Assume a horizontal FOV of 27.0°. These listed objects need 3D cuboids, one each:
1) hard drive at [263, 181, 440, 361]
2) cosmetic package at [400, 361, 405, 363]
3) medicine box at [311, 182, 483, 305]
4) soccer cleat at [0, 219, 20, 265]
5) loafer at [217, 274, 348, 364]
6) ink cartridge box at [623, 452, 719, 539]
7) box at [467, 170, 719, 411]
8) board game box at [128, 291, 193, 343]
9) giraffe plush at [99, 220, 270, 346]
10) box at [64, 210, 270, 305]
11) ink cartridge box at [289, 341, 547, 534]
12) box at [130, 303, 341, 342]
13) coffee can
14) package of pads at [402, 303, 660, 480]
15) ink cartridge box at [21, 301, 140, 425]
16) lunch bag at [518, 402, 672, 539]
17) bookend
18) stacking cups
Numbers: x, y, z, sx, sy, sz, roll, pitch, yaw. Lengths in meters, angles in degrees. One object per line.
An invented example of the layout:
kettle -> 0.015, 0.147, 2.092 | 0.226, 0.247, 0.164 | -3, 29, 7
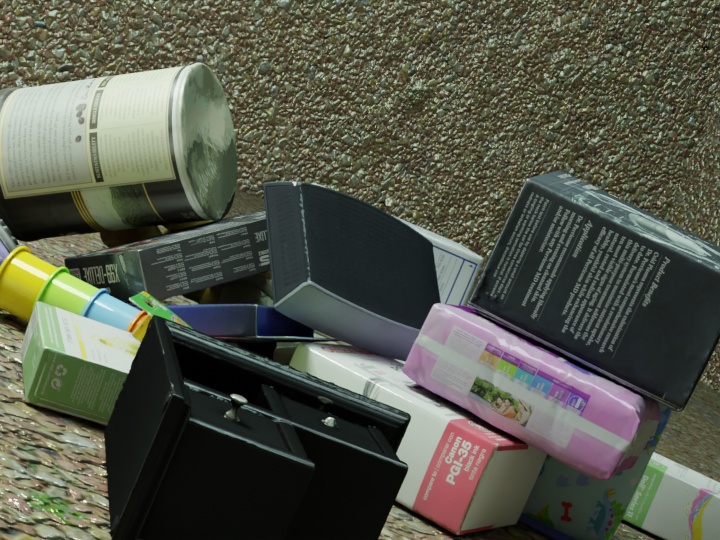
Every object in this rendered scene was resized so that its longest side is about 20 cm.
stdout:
hard drive -> 0.000, 0.000, 1.320 | 0.042, 0.136, 0.199 | -27, -34, 34
cosmetic package -> 0.089, 0.124, 1.516 | 0.074, 0.102, 0.200 | 21, 5, -18
medicine box -> 0.005, 0.027, 1.653 | 0.199, 0.183, 0.103 | 22, 5, -13
soccer cleat -> -0.378, -0.038, 1.377 | 0.200, 0.073, 0.068 | 42, -20, 15
loafer -> -0.062, 0.084, 1.443 | 0.199, 0.068, 0.076 | 37, -32, 1
ink cartridge box -> 0.363, 0.257, 1.546 | 0.199, 0.068, 0.117 | 24, 5, 16
box -> 0.219, 0.010, 1.290 | 0.196, 0.125, 0.200 | 28, 12, 11
board game box -> -0.099, 0.089, 1.140 | 0.200, 0.030, 0.096 | 43, 1, -3
giraffe plush -> -0.156, 0.005, 1.532 | 0.162, 0.172, 0.201 | 37, -24, 24
box -> -0.146, -0.014, 1.361 | 0.199, 0.050, 0.157 | -16, 7, -35
ink cartridge box -> 0.040, 0.137, 1.262 | 0.199, 0.083, 0.146 | 26, 7, 25
box -> -0.123, 0.048, 1.299 | 0.198, 0.033, 0.121 | -1, -4, 21
coffee can -> -0.233, -0.110, 1.404 | 0.198, 0.148, 0.146 | -5, -2, 15
package of pads -> 0.144, 0.099, 1.239 | 0.199, 0.076, 0.120 | 27, 4, 19
ink cartridge box -> -0.152, 0.090, 1.117 | 0.199, 0.048, 0.146 | 19, 6, -17
lunch bag -> 0.163, 0.133, 1.353 | 0.199, 0.171, 0.127 | 24, 8, 5
bookend -> -0.053, 0.125, 0.945 | 0.197, 0.093, 0.200 | 22, 7, -14
stacking cups -> -0.207, 0.051, 1.230 | 0.199, 0.061, 0.060 | 28, 6, 9
